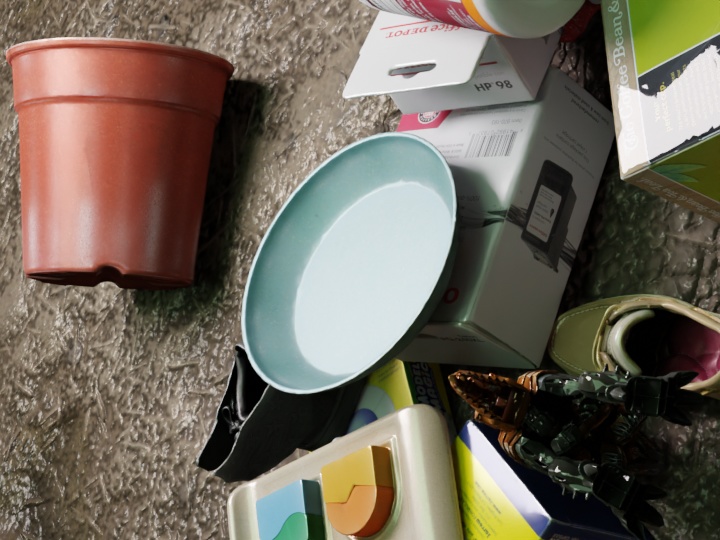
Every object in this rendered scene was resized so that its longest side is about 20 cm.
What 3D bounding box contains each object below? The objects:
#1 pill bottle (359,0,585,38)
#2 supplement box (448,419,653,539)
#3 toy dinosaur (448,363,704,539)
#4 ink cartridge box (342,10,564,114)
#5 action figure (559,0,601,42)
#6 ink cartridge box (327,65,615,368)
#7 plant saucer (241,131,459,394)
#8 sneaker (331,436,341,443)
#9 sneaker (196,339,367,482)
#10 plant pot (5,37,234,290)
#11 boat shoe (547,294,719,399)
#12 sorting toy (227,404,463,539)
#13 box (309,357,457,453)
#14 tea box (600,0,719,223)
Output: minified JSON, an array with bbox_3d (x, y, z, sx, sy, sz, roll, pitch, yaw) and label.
[{"bbox_3d":[0.053,-0.221,1.272,0.200,0.113,0.113,21,92,48],"label":"pill bottle"},{"bbox_3d":[0.082,0.218,1.287,0.200,0.109,0.110,-57,42,17],"label":"supplement box"},{"bbox_3d":[0.129,0.103,1.202,0.136,0.200,0.102,12,102,48],"label":"toy dinosaur"},{"bbox_3d":[0.079,-0.178,1.356,0.116,0.067,0.200,-3,50,38],"label":"ink cartridge box"},{"bbox_3d":[0.110,-0.198,1.445,0.200,0.052,0.066,2,58,41],"label":"action figure"},{"bbox_3d":[0.080,-0.035,1.373,0.145,0.083,0.200,0,64,48],"label":"ink cartridge box"},{"bbox_3d":[0.000,0.000,1.337,0.200,0.036,0.200,-28,46,33],"label":"plant saucer"},{"bbox_3d":[-0.020,0.171,1.385,0.200,0.074,0.089,-26,56,29],"label":"sneaker"},{"bbox_3d":[-0.045,0.064,1.419,0.060,0.104,0.200,21,92,50],"label":"sneaker"},{"bbox_3d":[-0.215,-0.086,1.685,0.200,0.200,0.196,-3,82,48],"label":"plant pot"},{"bbox_3d":[0.189,0.047,1.260,0.200,0.066,0.074,2,79,51],"label":"boat shoe"},{"bbox_3d":[-0.015,0.202,1.282,0.200,0.036,0.186,-27,60,38],"label":"sorting toy"},{"bbox_3d":[0.014,0.118,1.450,0.117,0.048,0.200,-38,49,33],"label":"box"},{"bbox_3d":[0.264,-0.160,1.202,0.197,0.133,0.201,-24,58,40],"label":"tea box"}]
